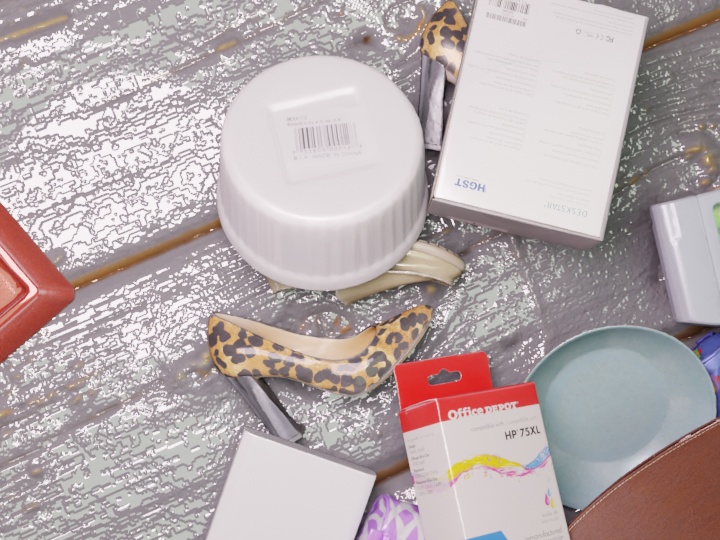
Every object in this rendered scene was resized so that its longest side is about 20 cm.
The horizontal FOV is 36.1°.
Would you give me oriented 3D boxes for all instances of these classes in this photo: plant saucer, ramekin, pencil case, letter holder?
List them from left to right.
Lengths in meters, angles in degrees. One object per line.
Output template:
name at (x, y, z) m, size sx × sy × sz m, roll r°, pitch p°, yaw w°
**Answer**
plant saucer at (-0.397, 0.012, 0.999) m, size 0.200 × 0.037 × 0.200 m, roll -41°, pitch 94°, yaw -8°
ramekin at (-0.034, -0.093, 0.985) m, size 0.197 × 0.098 × 0.204 m, roll 0°, pitch 63°, yaw -1°
pencil case at (0.089, 0.283, 1.037) m, size 0.197 × 0.086 × 0.085 m, roll 24°, pitch 96°, yaw -6°
plant saucer at (0.240, 0.138, 1.066) m, size 0.197 × 0.039 × 0.204 m, roll -1°, pitch 111°, yaw -2°
letter holder at (0.292, 0.210, 1.017) m, size 0.199 × 0.101 × 0.142 m, roll -40°, pitch 100°, yaw 18°
pencil case at (0.387, 0.149, 1.090) m, size 0.078 × 0.087 × 0.201 m, roll -34°, pitch 94°, yaw 36°

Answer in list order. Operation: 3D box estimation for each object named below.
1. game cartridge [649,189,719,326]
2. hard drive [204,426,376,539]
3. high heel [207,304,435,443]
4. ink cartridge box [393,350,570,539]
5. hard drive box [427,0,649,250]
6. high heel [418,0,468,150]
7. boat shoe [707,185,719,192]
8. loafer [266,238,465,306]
game cartridge at (0.386, -0.020, 1.052) m, size 0.197 × 0.040 × 0.136 m, roll -14°, pitch 91°, yaw 0°
hard drive at (-0.080, 0.262, 1.028) m, size 0.130 × 0.027 × 0.203 m, roll 19°, pitch 95°, yaw -7°
high heel at (-0.039, 0.054, 1.029) m, size 0.199 × 0.071 × 0.143 m, roll -36°, pitch 100°, yaw 1°
ink cartridge box at (0.108, 0.171, 0.993) m, size 0.115 × 0.067 × 0.203 m, roll -6°, pitch 78°, yaw -31°
hard drive box at (0.155, -0.136, 0.980) m, size 0.153 × 0.077 × 0.203 m, roll 14°, pitch 84°, yaw 1°
high heel at (0.153, -0.181, 1.057) m, size 0.196 × 0.071 × 0.145 m, roll 5°, pitch 94°, yaw 1°
boat shoe at (0.394, 0.011, 1.100) m, size 0.071 × 0.065 × 0.203 m, roll -14°, pitch 90°, yaw -8°
loafer at (0.000, 0.000, 1.042) m, size 0.196 × 0.076 × 0.070 m, roll 6°, pitch 89°, yaw 1°
